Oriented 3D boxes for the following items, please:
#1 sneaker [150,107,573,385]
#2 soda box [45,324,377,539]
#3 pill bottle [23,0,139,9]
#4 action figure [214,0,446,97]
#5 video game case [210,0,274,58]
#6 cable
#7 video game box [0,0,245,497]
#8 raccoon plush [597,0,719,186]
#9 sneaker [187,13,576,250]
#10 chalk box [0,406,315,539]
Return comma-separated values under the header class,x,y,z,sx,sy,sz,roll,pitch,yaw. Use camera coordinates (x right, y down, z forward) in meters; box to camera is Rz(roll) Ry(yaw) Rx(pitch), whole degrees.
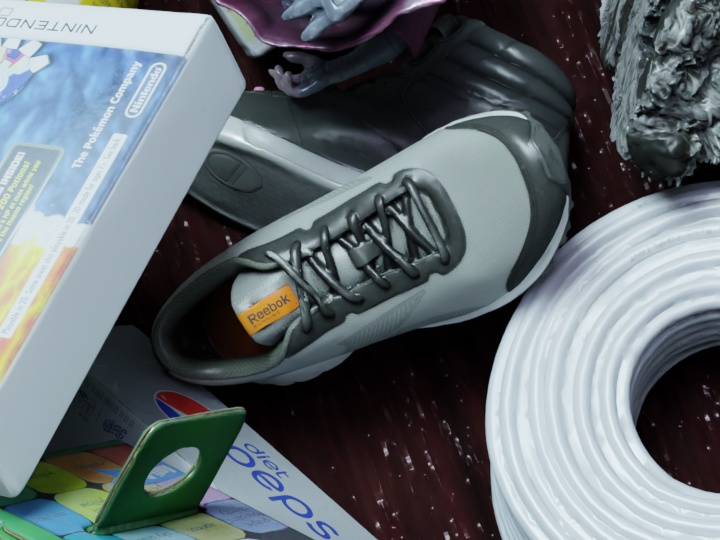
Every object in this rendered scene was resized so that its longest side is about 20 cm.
class,x,y,z,sx,sy,sz,roll,pitch,yaw
sneaker,0.000,0.000,1.064,0.200,0.079,0.074,-29,85,32
soda box,-0.058,0.104,1.066,0.200,0.068,0.064,39,109,24
pill bottle,-0.163,-0.105,1.173,0.114,0.114,0.201,14,67,17
action figure,0.004,-0.152,1.078,0.148,0.200,0.135,-19,90,29
video game case,-0.016,-0.223,1.168,0.200,0.022,0.183,-35,99,-7
cable,0.147,0.062,1.055,0.200,0.069,0.200,38,77,24
video game box,-0.164,-0.019,1.002,0.181,0.047,0.201,5,52,30
raccoon plush,0.176,-0.092,1.087,0.133,0.097,0.200,13,27,-5
sneaker,0.002,-0.065,1.151,0.199,0.071,0.100,15,63,15
chalk box,-0.093,0.140,0.977,0.124,0.125,0.201,23,104,30
